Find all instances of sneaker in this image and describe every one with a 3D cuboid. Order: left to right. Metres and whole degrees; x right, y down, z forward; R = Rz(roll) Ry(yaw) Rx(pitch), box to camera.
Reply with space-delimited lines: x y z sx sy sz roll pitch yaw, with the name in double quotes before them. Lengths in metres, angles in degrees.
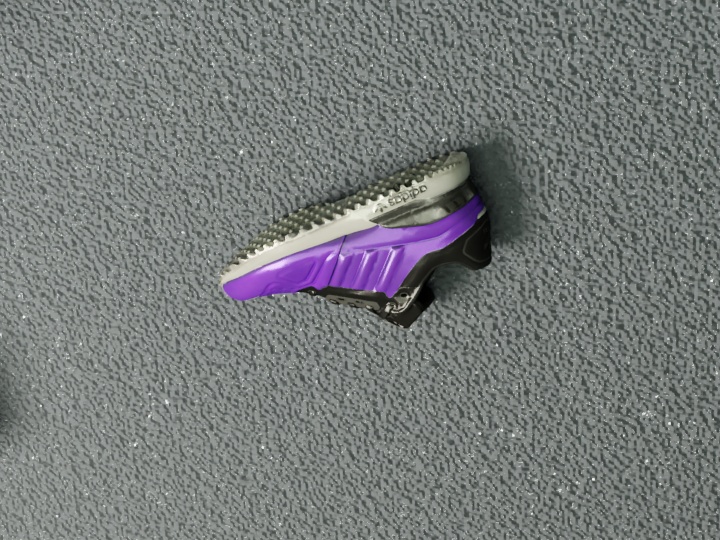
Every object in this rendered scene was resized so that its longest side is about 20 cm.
"sneaker" 0.000 0.000 1.101 0.199 0.070 0.100 -21 104 21
